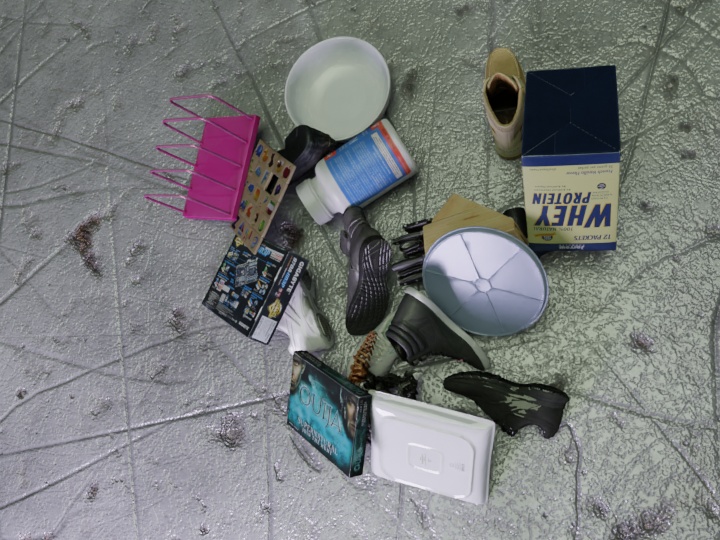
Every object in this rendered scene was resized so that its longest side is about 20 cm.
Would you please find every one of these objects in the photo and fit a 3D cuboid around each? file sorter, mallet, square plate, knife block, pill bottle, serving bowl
[{"bbox_3d":[-0.294,-0.207,1.420,0.139,0.125,0.201,5,79,38],"label":"file sorter"},{"bbox_3d":[0.188,-0.065,1.324,0.199,0.041,0.066,-5,77,19],"label":"mallet"},{"bbox_3d":[0.103,0.282,1.205,0.197,0.201,0.028,12,41,18],"label":"square plate"},{"bbox_3d":[0.145,-0.029,1.261,0.200,0.064,0.176,31,82,44],"label":"knife block"},{"bbox_3d":[-0.009,-0.166,1.358,0.200,0.112,0.112,-32,72,6],"label":"pill bottle"},{"bbox_3d":[-0.035,-0.321,1.423,0.199,0.066,0.201,-3,78,15],"label":"serving bowl"}]

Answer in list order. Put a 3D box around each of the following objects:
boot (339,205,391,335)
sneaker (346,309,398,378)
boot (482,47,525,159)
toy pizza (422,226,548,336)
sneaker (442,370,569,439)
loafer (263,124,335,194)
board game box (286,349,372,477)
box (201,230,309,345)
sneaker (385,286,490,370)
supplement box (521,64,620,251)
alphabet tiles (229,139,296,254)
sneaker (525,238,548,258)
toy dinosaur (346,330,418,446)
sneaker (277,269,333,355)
[{"bbox_3d":[0.000,0.000,1.340,0.132,0.070,0.201,-124,41,-53],"label":"boot"},{"bbox_3d":[0.045,0.113,1.303,0.070,0.080,0.200,44,94,17],"label":"sneaker"},{"bbox_3d":[0.238,-0.304,1.294,0.073,0.155,0.201,-4,78,15],"label":"boot"},{"bbox_3d":[0.194,0.016,1.213,0.200,0.032,0.201,12,126,18],"label":"toy pizza"},{"bbox_3d":[0.225,0.213,1.237,0.199,0.076,0.091,12,92,22],"label":"sneaker"},{"bbox_3d":[-0.123,-0.185,1.397,0.200,0.072,0.073,-31,64,44],"label":"loafer"},{"bbox_3d":[-0.055,0.225,1.255,0.200,0.028,0.136,24,113,51],"label":"board game box"},{"bbox_3d":[-0.187,0.023,1.348,0.200,0.046,0.159,23,87,53],"label":"box"},{"bbox_3d":[0.117,0.123,1.242,0.200,0.071,0.099,41,82,-23],"label":"sneaker"},{"bbox_3d":[0.321,-0.167,1.186,0.134,0.200,0.200,0,50,16],"label":"supplement box"},{"bbox_3d":[-0.189,-0.140,1.389,0.200,0.008,0.168,42,110,53],"label":"alphabet tiles"},{"bbox_3d":[0.238,0.014,1.274,0.200,0.075,0.085,-27,71,19],"label":"sneaker"},{"bbox_3d":[0.018,0.201,1.262,0.135,0.200,0.102,7,42,14],"label":"toy dinosaur"},{"bbox_3d":[-0.125,0.060,1.365,0.099,0.078,0.201,-26,71,14],"label":"sneaker"}]
